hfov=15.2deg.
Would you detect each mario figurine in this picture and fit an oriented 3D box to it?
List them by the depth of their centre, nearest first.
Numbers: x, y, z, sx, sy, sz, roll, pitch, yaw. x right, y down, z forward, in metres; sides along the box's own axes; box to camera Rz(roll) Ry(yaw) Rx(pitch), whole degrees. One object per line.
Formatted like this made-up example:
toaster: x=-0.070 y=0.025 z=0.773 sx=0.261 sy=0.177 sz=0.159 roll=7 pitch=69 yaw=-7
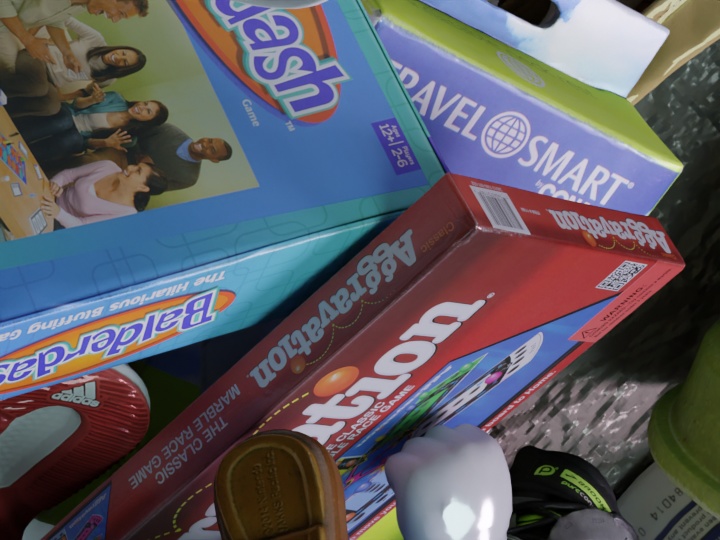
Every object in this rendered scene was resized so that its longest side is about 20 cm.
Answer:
mario figurine: x=-0.015 y=0.101 z=0.736 sx=0.200 sy=0.123 sz=0.106 roll=52 pitch=44 yaw=-56

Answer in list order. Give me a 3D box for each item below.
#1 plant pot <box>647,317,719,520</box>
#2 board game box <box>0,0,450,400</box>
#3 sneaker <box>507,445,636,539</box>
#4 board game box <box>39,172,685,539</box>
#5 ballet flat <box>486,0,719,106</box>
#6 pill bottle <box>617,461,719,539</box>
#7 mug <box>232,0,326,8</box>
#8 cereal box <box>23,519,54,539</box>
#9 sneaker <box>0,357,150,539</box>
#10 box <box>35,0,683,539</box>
plant pot: x=0.213 y=-0.007 z=0.910 sx=0.200 sy=0.200 sz=0.185 roll=-2 pitch=111 yaw=-36
board game box: x=-0.095 y=-0.046 z=0.657 sx=0.199 sy=0.153 sz=0.045 roll=-16 pitch=157 yaw=-26
sneaker: x=0.048 y=0.095 z=0.896 sx=0.083 sy=0.071 sz=0.200 roll=-61 pitch=172 yaw=-1
board game box: x=-0.014 y=0.048 z=0.716 sx=0.200 sy=0.019 sz=0.103 roll=-42 pitch=152 yaw=25
ballet flat: x=0.077 y=-0.085 z=0.821 sx=0.200 sy=0.069 sz=0.063 roll=-43 pitch=123 yaw=-3
pill bottle: x=0.177 y=0.153 z=0.978 sx=0.111 sy=0.200 sz=0.111 roll=-19 pitch=131 yaw=-24
mug: x=-0.042 y=-0.187 z=0.603 sx=0.200 sy=0.148 sz=0.176 roll=35 pitch=75 yaw=-17
cereal box: x=-0.063 y=0.091 z=0.867 sx=0.144 sy=0.040 sz=0.200 roll=27 pitch=104 yaw=-43
sneaker: x=-0.123 y=0.023 z=0.751 sx=0.078 sy=0.116 sz=0.200 roll=19 pitch=144 yaw=-37
box: x=0.000 y=0.000 z=0.776 sx=0.122 sy=0.048 sz=0.200 roll=23 pitch=111 yaw=-35
